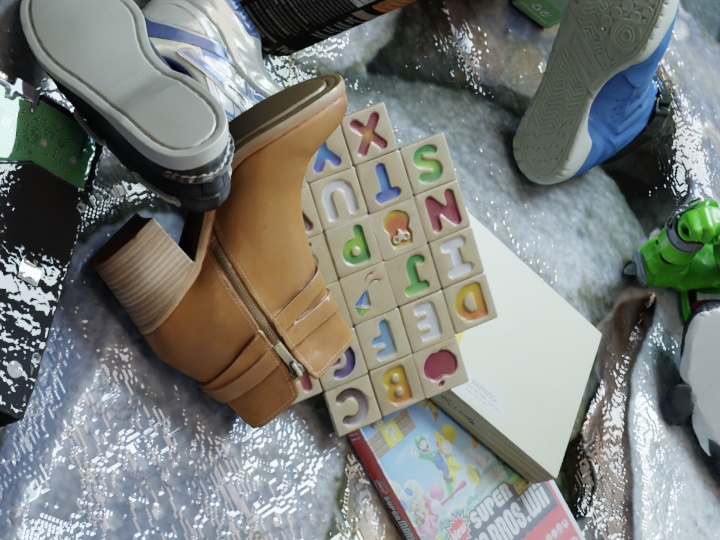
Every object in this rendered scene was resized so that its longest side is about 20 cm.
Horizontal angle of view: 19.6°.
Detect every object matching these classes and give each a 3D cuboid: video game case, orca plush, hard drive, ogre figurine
[{"bbox_3d":[0.073,0.146,1.449,0.143,0.017,0.200,-36,100,-43],"label":"video game case"},{"bbox_3d":[0.305,0.108,1.644,0.200,0.105,0.071,54,16,-11],"label":"orca plush"},{"bbox_3d":[-0.233,-0.025,1.210,0.140,0.038,0.200,31,57,-32],"label":"hard drive"},{"bbox_3d":[0.292,-0.015,1.638,0.200,0.120,0.098,-21,86,-46],"label":"ogre figurine"}]

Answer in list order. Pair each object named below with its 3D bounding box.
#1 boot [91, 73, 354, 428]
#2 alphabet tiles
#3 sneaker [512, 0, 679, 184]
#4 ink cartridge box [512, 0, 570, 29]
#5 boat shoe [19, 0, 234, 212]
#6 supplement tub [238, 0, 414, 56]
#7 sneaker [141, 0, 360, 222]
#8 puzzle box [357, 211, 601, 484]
[{"bbox_3d":[-0.049,-0.011,1.302,0.200,0.077,0.155,-45,109,-9],"label":"boot"},{"bbox_3d":[0.000,0.000,1.367,0.166,0.006,0.200,-22,105,-17],"label":"alphabet tiles"},{"bbox_3d":[0.197,-0.156,1.565,0.077,0.200,0.111,40,32,25],"label":"sneaker"},{"bbox_3d":[0.214,-0.281,1.602,0.048,0.200,0.146,33,56,-33],"label":"ink cartridge box"},{"bbox_3d":[-0.141,-0.108,1.265,0.074,0.200,0.060,-33,143,-21],"label":"boat shoe"},{"bbox_3d":[0.003,-0.229,1.372,0.123,0.200,0.123,45,35,-43],"label":"supplement tub"},{"bbox_3d":[-0.083,-0.093,1.363,0.088,0.075,0.200,-44,103,-26],"label":"sneaker"},{"bbox_3d":[0.082,0.041,1.464,0.200,0.025,0.133,41,52,-24],"label":"puzzle box"}]
